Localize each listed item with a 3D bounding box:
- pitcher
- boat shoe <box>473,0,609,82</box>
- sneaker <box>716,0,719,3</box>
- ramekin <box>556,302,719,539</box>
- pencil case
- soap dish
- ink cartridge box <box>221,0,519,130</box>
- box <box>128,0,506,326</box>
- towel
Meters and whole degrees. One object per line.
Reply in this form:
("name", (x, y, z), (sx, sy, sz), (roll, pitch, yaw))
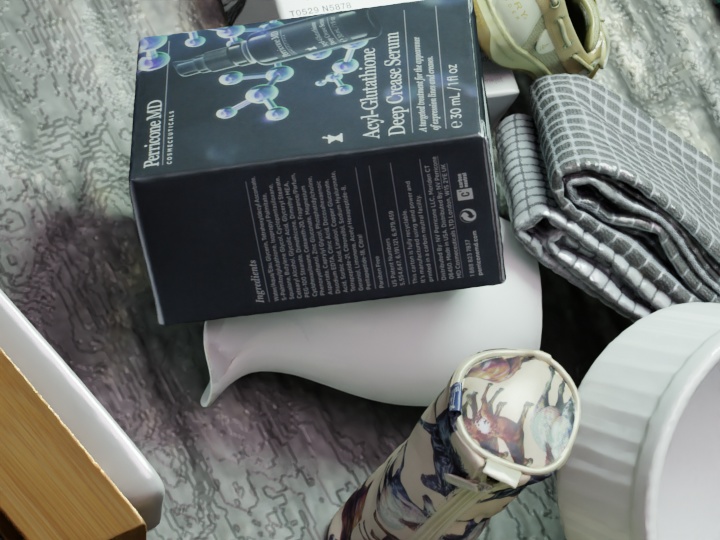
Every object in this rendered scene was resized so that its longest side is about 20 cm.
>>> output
("pitcher", (0.000, 0.000, 1.717), (0.199, 0.121, 0.172), (-2, 56, -7))
("boat shoe", (0.124, -0.157, 1.794), (0.063, 0.201, 0.073), (-25, 74, 19))
("sneaker", (0.277, -0.200, 1.925), (0.079, 0.078, 0.201), (1, 66, -9))
("ramekin", (0.204, 0.112, 1.613), (0.200, 0.098, 0.201), (-9, 105, -35))
("pencil case", (0.049, 0.123, 1.629), (0.078, 0.200, 0.090), (36, 51, 0))
("soap dish", (-0.195, 0.086, 1.587), (0.081, 0.157, 0.200), (-39, 83, -12))
("ink cartridge box", (-0.005, -0.173, 1.805), (0.146, 0.084, 0.200), (-10, 70, -24))
("box", (-0.024, -0.064, 1.639), (0.199, 0.107, 0.149), (-8, 37, 3))
("towel", (0.180, -0.026, 1.734), (0.200, 0.086, 0.166), (33, 17, -16))
